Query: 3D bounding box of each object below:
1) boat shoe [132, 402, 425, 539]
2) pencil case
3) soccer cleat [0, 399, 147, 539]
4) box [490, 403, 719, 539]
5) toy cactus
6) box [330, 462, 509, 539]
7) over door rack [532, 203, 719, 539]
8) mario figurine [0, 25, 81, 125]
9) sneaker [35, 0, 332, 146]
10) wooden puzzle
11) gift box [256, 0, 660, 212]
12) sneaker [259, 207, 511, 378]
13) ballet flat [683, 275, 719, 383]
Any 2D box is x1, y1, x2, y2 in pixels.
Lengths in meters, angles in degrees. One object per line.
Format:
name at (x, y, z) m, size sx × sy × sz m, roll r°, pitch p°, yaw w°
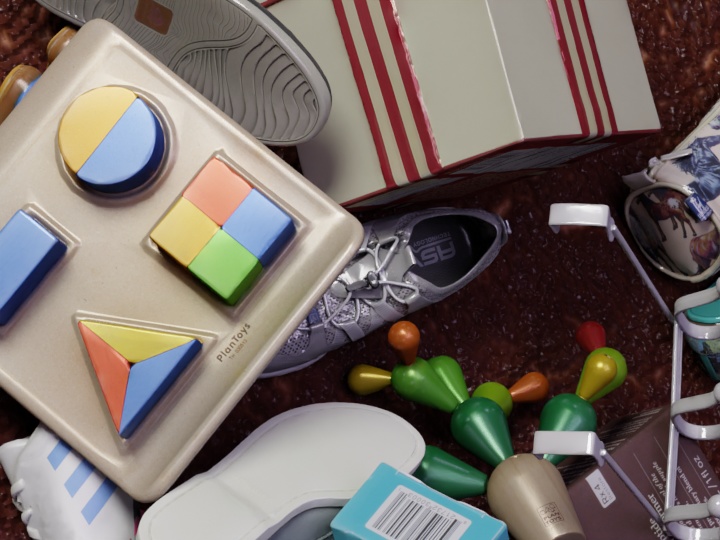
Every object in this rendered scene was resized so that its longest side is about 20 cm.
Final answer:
boat shoe at (-0.045, 0.130, 0.991) m, size 0.073 × 0.062 × 0.200 m, roll 38°, pitch 40°, yaw 26°
pencil case at (0.261, -0.086, 1.272) m, size 0.200 × 0.078 × 0.090 m, roll -46°, pitch 121°, yaw -30°
soccer cleat at (-0.153, 0.131, 0.994) m, size 0.086 × 0.070 × 0.201 m, roll 1°, pitch 77°, yaw -7°
box at (0.136, 0.175, 1.136) m, size 0.200 × 0.075 × 0.100 m, roll -34°, pitch 95°, yaw -30°
toy cactus at (0.085, 0.098, 1.089) m, size 0.199 × 0.103 × 0.165 m, roll -11°, pitch 43°, yaw -22°
box at (0.043, 0.196, 1.006) m, size 0.049 × 0.082 × 0.201 m, roll -47°, pitch 144°, yaw -30°
over door rack at (0.175, 0.064, 1.068) m, size 0.200 × 0.066 × 0.149 m, roll 34°, pitch 55°, yaw -49°
mario figurine at (-0.116, -0.038, 1.042) m, size 0.200 × 0.106 × 0.124 m, roll 41°, pitch 94°, yaw 9°
sneaker at (-0.085, -0.150, 1.046) m, size 0.200 × 0.075 × 0.106 m, roll 35°, pitch 31°, yaw 8°
wooden puzzle at (-0.127, -0.010, 0.960) m, size 0.200 × 0.046 × 0.185 m, roll 38°, pitch 86°, yaw 12°
gift box at (0.051, -0.146, 1.079) m, size 0.200 × 0.184 × 0.188 m, roll -5°, pitch 80°, yaw -57°
sneaker at (0.000, 0.000, 1.095) m, size 0.199 × 0.082 × 0.075 m, roll -26°, pitch 90°, yaw -29°
ballet flat at (0.290, 0.009, 1.280) m, size 0.200 × 0.074 × 0.074 m, roll -37°, pitch 96°, yaw -30°
